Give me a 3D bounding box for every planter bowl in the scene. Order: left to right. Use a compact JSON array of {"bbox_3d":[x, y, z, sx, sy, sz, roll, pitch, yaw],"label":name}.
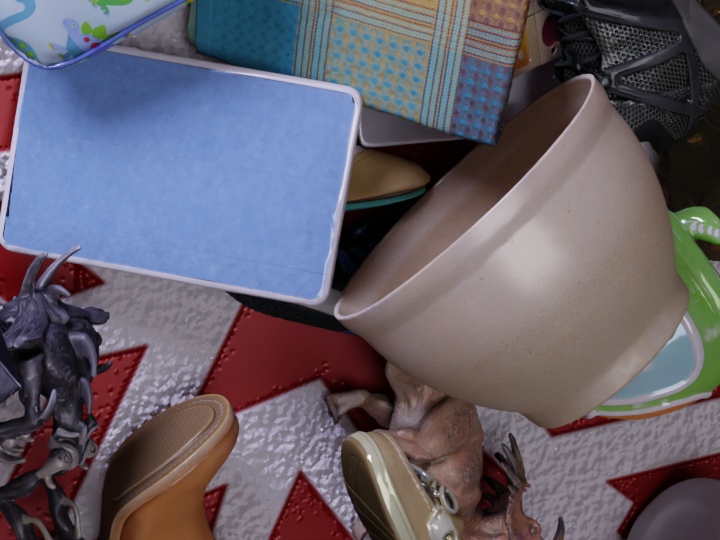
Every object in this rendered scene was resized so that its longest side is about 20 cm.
[{"bbox_3d":[0.101,0.005,0.893,0.200,0.200,0.135,-43,99,-2],"label":"planter bowl"}]

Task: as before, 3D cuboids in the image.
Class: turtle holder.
[{"bbox_3d":[0.170,0.015,1.012,0.132,0.141,0.186,-35,127,-7],"label":"turtle holder"}]

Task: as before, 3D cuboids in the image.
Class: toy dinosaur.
[{"bbox_3d":[0.058,0.123,1.043,0.135,0.086,0.200,-17,108,-14],"label":"toy dinosaur"}]

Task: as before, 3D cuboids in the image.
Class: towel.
[{"bbox_3d":[-0.001,-0.163,0.877,0.200,0.022,0.147,19,121,14],"label":"towel"}]

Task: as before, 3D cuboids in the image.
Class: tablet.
[{"bbox_3d":[-0.106,-0.059,0.905,0.200,0.014,0.130,10,95,2],"label":"tablet"}]

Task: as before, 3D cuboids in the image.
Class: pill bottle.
[{"bbox_3d":[0.299,0.245,1.156,0.200,0.112,0.113,34,94,-27],"label":"pill bottle"}]

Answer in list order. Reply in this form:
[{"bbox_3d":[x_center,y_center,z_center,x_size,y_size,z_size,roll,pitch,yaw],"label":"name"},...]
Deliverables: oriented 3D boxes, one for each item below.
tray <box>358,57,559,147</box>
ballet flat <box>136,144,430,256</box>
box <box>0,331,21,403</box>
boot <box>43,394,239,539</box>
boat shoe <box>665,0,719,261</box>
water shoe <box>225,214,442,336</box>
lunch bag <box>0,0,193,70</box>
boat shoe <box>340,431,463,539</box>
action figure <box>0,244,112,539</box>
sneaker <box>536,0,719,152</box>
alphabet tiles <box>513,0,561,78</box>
[{"bbox_3d":[0.086,-0.139,0.989,0.200,0.022,0.108,-6,96,-18],"label":"tray"},{"bbox_3d":[-0.053,-0.054,0.952,0.200,0.069,0.063,-16,99,-16],"label":"ballet flat"},{"bbox_3d":[-0.294,0.044,0.818,0.182,0.200,0.104,-36,117,-5],"label":"box"},{"bbox_3d":[-0.109,0.184,1.008,0.155,0.074,0.200,39,104,-25],"label":"boot"},{"bbox_3d":[0.239,-0.110,1.047,0.068,0.072,0.200,-27,110,-47],"label":"boat shoe"},{"bbox_3d":[0.000,0.000,0.998,0.200,0.071,0.079,15,78,-27],"label":"water shoe"},{"bbox_3d":[-0.158,-0.221,0.826,0.161,0.082,0.200,-28,114,12],"label":"lunch bag"},{"bbox_3d":[0.049,0.171,0.970,0.063,0.073,0.201,-33,116,-13],"label":"boat shoe"},{"bbox_3d":[-0.196,0.087,0.899,0.102,0.119,0.200,-1,97,15],"label":"action figure"},{"bbox_3d":[0.140,-0.139,0.934,0.199,0.076,0.114,38,85,-34],"label":"sneaker"},{"bbox_3d":[0.083,-0.211,0.919,0.166,0.006,0.200,-29,119,-37],"label":"alphabet tiles"}]
